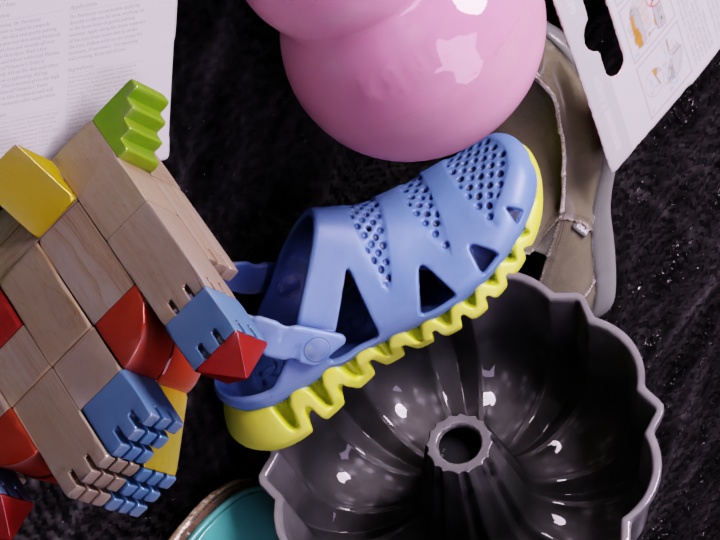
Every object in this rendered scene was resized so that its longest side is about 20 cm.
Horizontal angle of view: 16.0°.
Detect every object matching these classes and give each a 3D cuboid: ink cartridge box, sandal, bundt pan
[{"bbox_3d":[0.143,-0.174,1.253,0.200,0.047,0.161,-50,137,-26],"label":"ink cartridge box"},{"bbox_3d":[0.000,0.000,1.226,0.200,0.080,0.087,-39,124,0],"label":"sandal"},{"bbox_3d":[0.055,0.103,1.268,0.202,0.202,0.076,-41,148,-14],"label":"bundt pan"}]

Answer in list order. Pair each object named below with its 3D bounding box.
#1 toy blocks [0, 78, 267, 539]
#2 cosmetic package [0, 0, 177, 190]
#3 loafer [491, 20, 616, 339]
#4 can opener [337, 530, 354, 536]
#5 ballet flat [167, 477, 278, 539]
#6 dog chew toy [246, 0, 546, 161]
[{"bbox_3d":[-0.119,0.041,1.078,0.200,0.137,0.100,-44,150,13],"label":"toy blocks"},{"bbox_3d":[-0.170,-0.106,1.057,0.199,0.052,0.152,-14,124,-35],"label":"cosmetic package"},{"bbox_3d":[0.085,-0.041,1.289,0.069,0.075,0.201,-34,131,-26],"label":"loafer"},{"bbox_3d":[-0.032,0.229,1.345,0.053,0.067,0.201,-8,126,-41],"label":"can opener"},{"bbox_3d":[-0.100,0.188,1.259,0.071,0.065,0.201,46,50,-25],"label":"ballet flat"},{"bbox_3d":[-0.001,-0.142,1.135,0.125,0.124,0.200,-46,127,-10],"label":"dog chew toy"}]
